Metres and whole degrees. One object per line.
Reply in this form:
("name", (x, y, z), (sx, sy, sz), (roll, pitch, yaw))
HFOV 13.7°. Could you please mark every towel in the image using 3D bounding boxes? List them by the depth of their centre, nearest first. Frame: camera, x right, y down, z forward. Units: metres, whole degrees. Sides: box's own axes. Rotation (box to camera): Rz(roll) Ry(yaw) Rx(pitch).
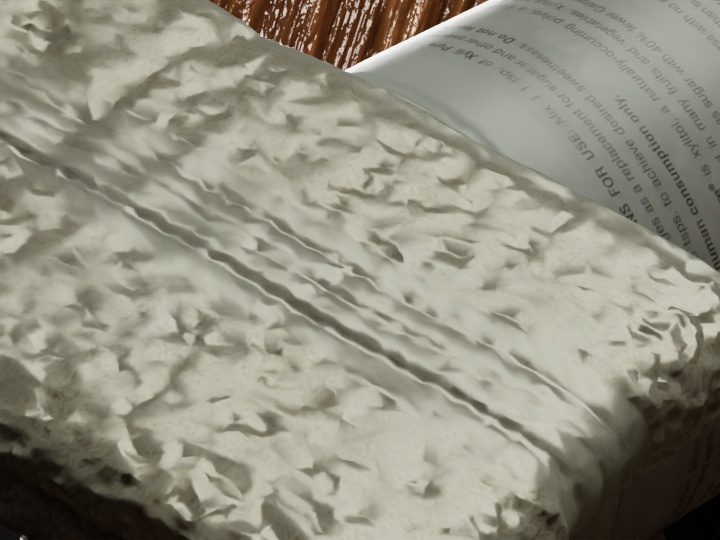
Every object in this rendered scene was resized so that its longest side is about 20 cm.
("towel", (-0.035, 0.005, 0.588), (0.199, 0.035, 0.132), (29, 47, 25))

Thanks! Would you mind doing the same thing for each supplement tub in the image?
("supplement tub", (0.074, -0.014, 0.733), (0.199, 0.133, 0.132), (-27, 29, -31))

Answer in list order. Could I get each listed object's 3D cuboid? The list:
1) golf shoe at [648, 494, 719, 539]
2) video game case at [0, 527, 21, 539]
("golf shoe", (0.099, 0.067, 0.876), (0.094, 0.078, 0.200), (13, -9, 26))
("video game case", (-0.147, -0.013, 0.652), (0.142, 0.018, 0.200), (18, 23, -19))
